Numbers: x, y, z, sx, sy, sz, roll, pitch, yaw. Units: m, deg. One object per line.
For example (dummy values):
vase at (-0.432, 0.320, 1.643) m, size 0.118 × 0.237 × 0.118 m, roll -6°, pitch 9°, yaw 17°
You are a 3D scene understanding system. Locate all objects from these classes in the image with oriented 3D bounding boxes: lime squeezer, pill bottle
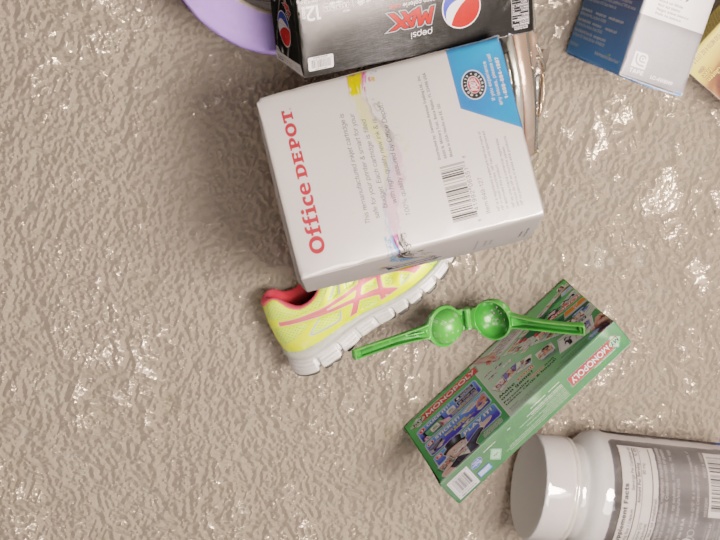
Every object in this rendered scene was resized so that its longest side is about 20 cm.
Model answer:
lime squeezer at (0.092, 0.054, 1.474) m, size 0.197 × 0.071 × 0.038 m, roll -6°, pitch 123°, yaw 3°
pill bottle at (0.244, 0.205, 1.553) m, size 0.198 × 0.114 × 0.115 m, roll 7°, pitch 103°, yaw -13°

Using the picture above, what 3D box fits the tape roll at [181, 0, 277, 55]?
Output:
tape roll at (-0.067, -0.279, 1.376) m, size 0.198 × 0.085 × 0.202 m, roll -3°, pitch 104°, yaw -11°

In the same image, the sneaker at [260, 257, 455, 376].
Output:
sneaker at (0.000, 0.000, 1.468) m, size 0.199 × 0.078 × 0.091 m, roll -39°, pitch 106°, yaw 0°

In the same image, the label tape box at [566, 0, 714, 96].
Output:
label tape box at (0.249, -0.257, 1.416) m, size 0.065 × 0.143 × 0.202 m, roll 17°, pitch 101°, yaw -15°

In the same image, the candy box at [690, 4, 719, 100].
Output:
candy box at (0.382, -0.219, 1.468) m, size 0.115 × 0.055 × 0.200 m, roll 39°, pitch 109°, yaw -9°

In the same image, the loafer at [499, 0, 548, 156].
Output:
loafer at (0.136, -0.195, 1.452) m, size 0.062 × 0.072 × 0.202 m, roll -15°, pitch 104°, yaw -16°

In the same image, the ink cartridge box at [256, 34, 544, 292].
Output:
ink cartridge box at (0.030, -0.080, 1.375) m, size 0.198 × 0.145 × 0.149 m, roll -13°, pitch 84°, yaw -1°

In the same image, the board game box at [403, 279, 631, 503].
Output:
board game box at (0.133, 0.101, 1.491) m, size 0.200 × 0.135 × 0.029 m, roll -43°, pitch 109°, yaw 2°

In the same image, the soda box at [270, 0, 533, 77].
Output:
soda box at (0.033, -0.206, 1.336) m, size 0.198 × 0.071 × 0.064 m, roll -13°, pitch 114°, yaw -18°
